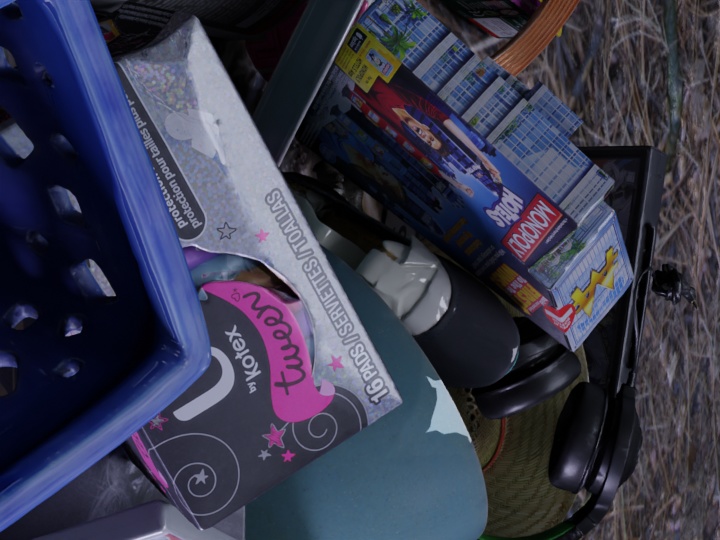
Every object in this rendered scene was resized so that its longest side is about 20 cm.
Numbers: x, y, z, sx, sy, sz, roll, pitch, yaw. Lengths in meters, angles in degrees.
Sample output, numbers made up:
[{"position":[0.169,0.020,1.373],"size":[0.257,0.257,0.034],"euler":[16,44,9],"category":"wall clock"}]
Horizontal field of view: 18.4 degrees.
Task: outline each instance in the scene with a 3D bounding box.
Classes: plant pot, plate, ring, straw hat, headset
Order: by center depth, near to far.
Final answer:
[{"position":[-0.203,-0.012,0.833],"size":[0.200,0.179,0.201],"euler":[-37,128,-29],"category":"plant pot"},{"position":[-0.027,-0.109,1.138],"size":[0.201,0.025,0.200],"euler":[-63,-177,6],"category":"plate"},{"position":[-0.047,0.100,1.192],"size":[0.135,0.200,0.201],"euler":[-34,128,-21],"category":"plant pot"},{"position":[0.113,0.073,1.272],"size":[0.200,0.123,0.094],"euler":[-46,-176,6],"category":"headset"},{"position":[0.041,0.078,1.330],"size":[0.085,0.200,0.202],"euler":[-5,98,-48],"category":"straw hat"},{"position":[0.077,-0.179,1.421],"size":[0.200,0.019,0.201],"euler":[-32,149,-22],"category":"ring"}]

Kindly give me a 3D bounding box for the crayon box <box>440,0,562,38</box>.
[{"position":[0.082,-0.266,1.486],"size":[0.200,0.058,0.173],"euler":[23,73,-59],"category":"crayon box"}]

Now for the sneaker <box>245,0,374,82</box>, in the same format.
[{"position":[-0.014,-0.192,1.288],"size":[0.088,0.081,0.201],"euler":[49,52,-71],"category":"sneaker"}]

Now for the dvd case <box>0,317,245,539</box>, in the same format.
[{"position":[-0.128,0.047,1.080],"size":[0.148,0.016,0.201],"euler":[-1,96,-16],"category":"dvd case"}]

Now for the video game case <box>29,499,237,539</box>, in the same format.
[{"position":[-0.108,0.166,1.107],"size":[0.200,0.143,0.018],"euler":[38,37,-56],"category":"video game case"}]

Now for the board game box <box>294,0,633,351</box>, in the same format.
[{"position":[0.070,-0.053,1.179],"size":[0.062,0.200,0.200],"euler":[-48,180,-16],"category":"board game box"}]

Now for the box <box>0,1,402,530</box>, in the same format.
[{"position":[-0.090,-0.005,1.005],"size":[0.115,0.132,0.201],"euler":[-32,108,-11],"category":"box"}]

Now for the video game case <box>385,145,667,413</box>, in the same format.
[{"position":[0.090,0.013,1.390],"size":[0.025,0.199,0.182],"euler":[20,76,-48],"category":"video game case"}]

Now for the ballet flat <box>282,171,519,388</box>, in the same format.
[{"position":[0.000,0.000,1.237],"size":[0.073,0.200,0.073],"euler":[-34,143,-31],"category":"ballet flat"}]

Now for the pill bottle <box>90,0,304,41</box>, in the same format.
[{"position":[-0.108,-0.180,1.086],"size":[0.200,0.115,0.116],"euler":[4,90,-62],"category":"pill bottle"}]

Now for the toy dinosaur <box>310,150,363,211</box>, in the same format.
[{"position":[-0.003,-0.085,1.358],"size":[0.200,0.077,0.103],"euler":[19,60,-44],"category":"toy dinosaur"}]
